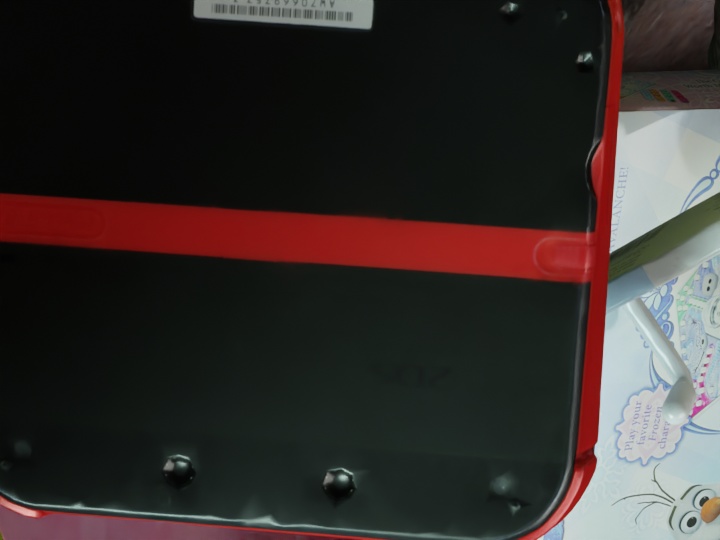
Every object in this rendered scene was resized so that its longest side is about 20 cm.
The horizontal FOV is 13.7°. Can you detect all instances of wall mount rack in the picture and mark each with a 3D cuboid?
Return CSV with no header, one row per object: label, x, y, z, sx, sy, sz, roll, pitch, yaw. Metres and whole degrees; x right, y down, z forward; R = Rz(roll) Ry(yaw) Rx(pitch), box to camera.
wall mount rack,0.110,0.026,0.949,0.200,0.075,0.174,-31,-176,32

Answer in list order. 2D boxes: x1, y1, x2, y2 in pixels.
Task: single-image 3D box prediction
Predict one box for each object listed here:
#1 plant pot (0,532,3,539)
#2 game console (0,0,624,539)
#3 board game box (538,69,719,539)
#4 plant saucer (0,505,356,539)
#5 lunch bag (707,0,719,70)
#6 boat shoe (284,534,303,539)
plant pot,-0.195,0.108,0.782,0.181,0.199,0.200,32,105,-33
game console,-0.025,-0.007,0.900,0.031,0.199,0.178,-47,141,-81
board game box,0.130,0.025,1.113,0.198,0.043,0.201,-4,115,-31
plant saucer,-0.076,0.079,1.014,0.051,0.201,0.200,-33,164,34
lunch bag,0.213,-0.151,1.148,0.167,0.139,0.200,-31,149,-21
boat shoe,-0.031,0.156,1.149,0.071,0.064,0.201,-88,-162,-62
